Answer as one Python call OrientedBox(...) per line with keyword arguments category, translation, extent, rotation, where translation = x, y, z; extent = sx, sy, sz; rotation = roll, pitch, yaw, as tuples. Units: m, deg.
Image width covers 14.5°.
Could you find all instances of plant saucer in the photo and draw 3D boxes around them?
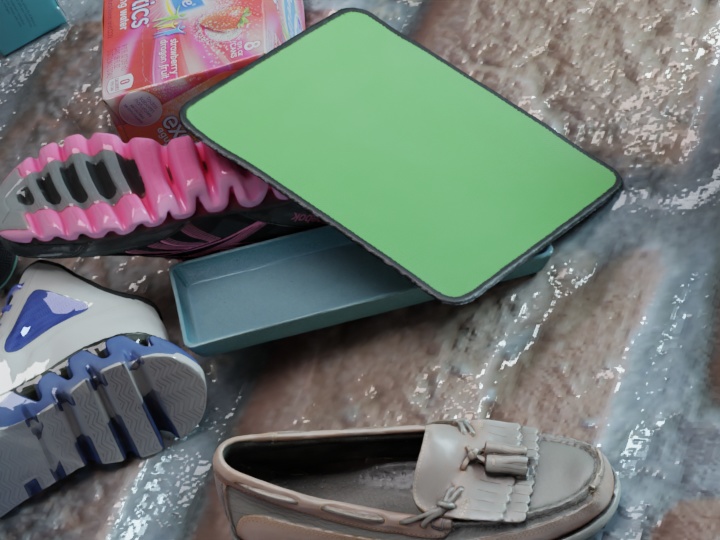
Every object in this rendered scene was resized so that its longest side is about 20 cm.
OrientedBox(category="plant saucer", translation=(0.000, 0.000, 1.499), extent=(0.199, 0.019, 0.070), rotation=(-14, 40, -3))

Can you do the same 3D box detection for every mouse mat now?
OrientedBox(category="mouse mat", translation=(0.022, -0.065, 1.504), extent=(0.200, 0.008, 0.161), rotation=(34, 44, 23))

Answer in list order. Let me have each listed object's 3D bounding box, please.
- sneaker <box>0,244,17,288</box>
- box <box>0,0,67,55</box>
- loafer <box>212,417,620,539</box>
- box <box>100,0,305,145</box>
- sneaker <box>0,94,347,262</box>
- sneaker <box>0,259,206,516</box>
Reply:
OrientedBox(category="sneaker", translation=(-0.308, 0.002, 1.630), extent=(0.199, 0.078, 0.140), rotation=(-27, 37, -19))
OrientedBox(category="box", translation=(-0.255, -0.227, 1.842), extent=(0.049, 0.083, 0.200), rotation=(-29, 40, -5))
OrientedBox(category="loafer", translation=(0.023, 0.104, 1.359), extent=(0.199, 0.063, 0.072), rotation=(-7, 43, 20))
OrientedBox(category="box", translation=(-0.089, -0.140, 1.655), extent=(0.102, 0.095, 0.201), rotation=(-16, 41, 9))
OrientedBox(category="sneaker", translation=(-0.100, -0.028, 1.534), extent=(0.199, 0.096, 0.079), rotation=(-10, 48, -4))
OrientedBox(category="sneaker", translation=(-0.184, 0.061, 1.505), extent=(0.198, 0.081, 0.115), rotation=(-17, 36, -2))
